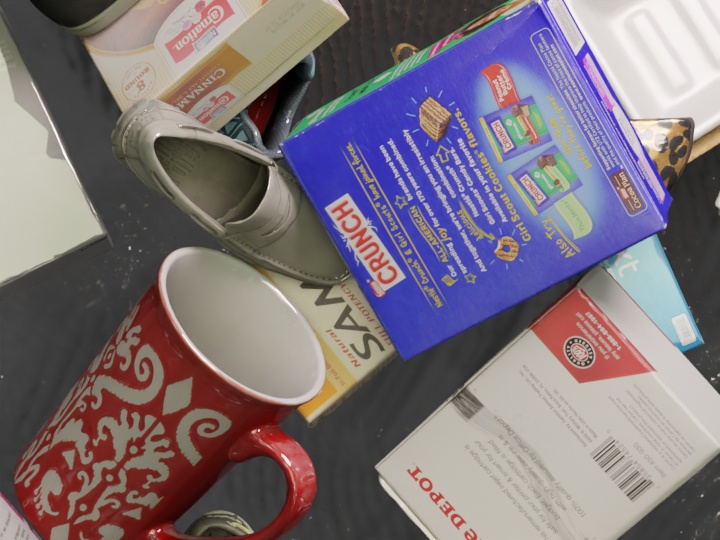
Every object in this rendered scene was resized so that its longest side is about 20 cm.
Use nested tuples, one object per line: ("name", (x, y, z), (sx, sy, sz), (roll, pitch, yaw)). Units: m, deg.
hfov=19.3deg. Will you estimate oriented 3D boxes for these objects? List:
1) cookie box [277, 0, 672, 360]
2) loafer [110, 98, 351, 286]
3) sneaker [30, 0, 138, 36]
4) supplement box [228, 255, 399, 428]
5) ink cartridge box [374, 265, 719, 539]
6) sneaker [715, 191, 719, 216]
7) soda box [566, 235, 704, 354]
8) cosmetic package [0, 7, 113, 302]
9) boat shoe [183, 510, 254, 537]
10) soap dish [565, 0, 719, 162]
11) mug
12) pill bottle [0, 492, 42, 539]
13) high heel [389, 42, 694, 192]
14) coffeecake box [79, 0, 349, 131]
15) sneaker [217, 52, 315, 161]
("cookie box", (0.075, -0.064, 1.384), (0.200, 0.075, 0.171), (-27, 98, 18))
("loafer", (-0.075, -0.044, 1.393), (0.200, 0.070, 0.070), (29, 93, -29))
("sneaker", (-0.151, -0.245, 1.375), (0.200, 0.106, 0.075), (-45, 56, 8))
("supplement box", (0.000, 0.000, 1.496), (0.200, 0.074, 0.126), (-41, 86, -5))
("ink cartridge box", (0.133, 0.118, 1.446), (0.200, 0.083, 0.147), (-43, 87, 21))
("sneaker", (0.306, 0.023, 1.513), (0.080, 0.070, 0.201), (-13, 78, 6))
("soda box", (0.171, -0.025, 1.507), (0.064, 0.068, 0.201), (-22, 85, -3))
("cosmetic package", (-0.262, -0.085, 1.492), (0.107, 0.090, 0.200), (-24, 88, -4))
("boat shoe", (-0.056, 0.255, 1.473), (0.072, 0.060, 0.202), (-36, 86, -5))
("soap dish", (0.247, -0.177, 1.520), (0.200, 0.081, 0.158), (-32, 86, -5))
("mug", (-0.130, 0.113, 1.404), (0.133, 0.178, 0.200), (22, 124, -36))
("pill bottle", (-0.260, 0.210, 1.409), (0.113, 0.113, 0.200), (-40, 113, -6))
("high heel", (0.124, -0.111, 1.440), (0.143, 0.071, 0.200), (-42, 84, 14))
("coffeecake box", (-0.123, -0.203, 1.454), (0.153, 0.073, 0.200), (-39, 57, 12))
("sneaker", (-0.058, -0.163, 1.494), (0.079, 0.095, 0.201), (11, 89, -39))
